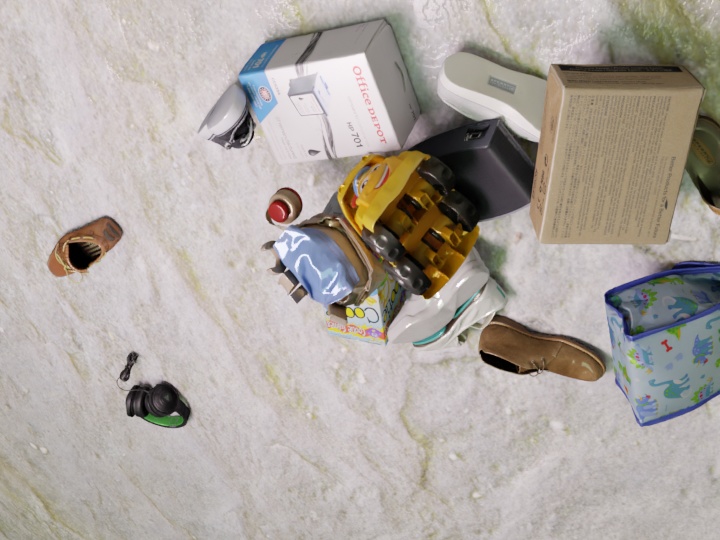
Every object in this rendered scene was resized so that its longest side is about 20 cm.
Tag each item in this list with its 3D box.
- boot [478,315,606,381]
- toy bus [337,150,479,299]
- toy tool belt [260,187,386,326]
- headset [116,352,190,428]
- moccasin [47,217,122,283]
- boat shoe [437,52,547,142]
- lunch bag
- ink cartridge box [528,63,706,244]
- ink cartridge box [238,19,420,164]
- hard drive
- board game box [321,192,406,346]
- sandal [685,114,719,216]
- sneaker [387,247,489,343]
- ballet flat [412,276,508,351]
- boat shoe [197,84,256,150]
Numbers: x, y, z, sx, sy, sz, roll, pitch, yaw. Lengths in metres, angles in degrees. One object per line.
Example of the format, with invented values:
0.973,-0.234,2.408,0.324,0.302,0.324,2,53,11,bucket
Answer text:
0.273,0.139,1.424,0.196,0.076,0.075,18,135,11,boot
0.038,-0.086,1.217,0.191,0.136,0.200,37,173,37,toy bus
-0.068,-0.020,1.265,0.200,0.123,0.125,43,128,3,toy tool belt
-0.432,0.257,1.934,0.121,0.095,0.201,-6,143,27,headset
-0.505,-0.027,1.679,0.199,0.078,0.074,-15,122,38,moccasin
0.185,-0.199,1.159,0.196,0.073,0.069,20,159,1,boat shoe
0.439,0.088,1.252,0.196,0.128,0.172,-18,127,3,lunch bag
0.292,-0.134,1.091,0.161,0.076,0.203,0,122,-4,ink cartridge box
-0.040,-0.231,1.232,0.197,0.086,0.148,-2,129,31,ink cartridge box
0.145,-0.121,1.228,0.135,0.043,0.199,47,153,-20,hard drive
0.000,0.000,1.415,0.101,0.106,0.203,10,135,20,board game box
0.442,-0.101,1.119,0.200,0.054,0.080,43,136,-14,sandal
0.106,0.029,1.395,0.074,0.090,0.200,10,135,-47,sneaker
0.155,0.081,1.443,0.069,0.070,0.200,37,134,-10,ballet flat
-0.177,-0.203,1.301,0.067,0.073,0.199,31,168,-16,boat shoe
